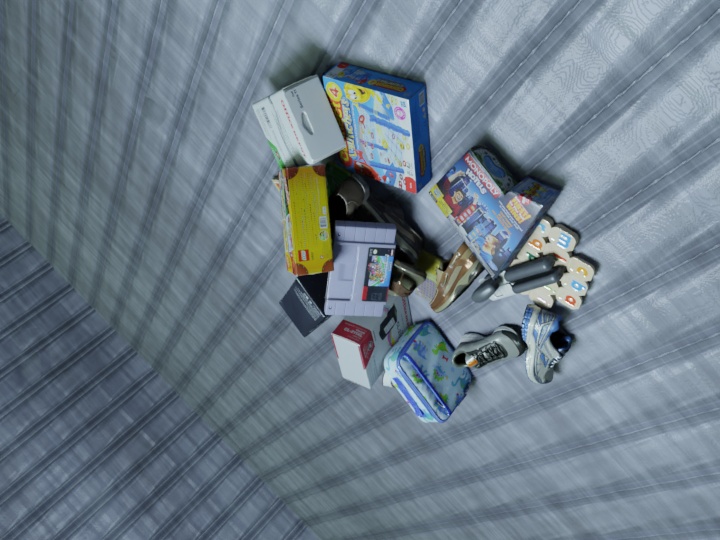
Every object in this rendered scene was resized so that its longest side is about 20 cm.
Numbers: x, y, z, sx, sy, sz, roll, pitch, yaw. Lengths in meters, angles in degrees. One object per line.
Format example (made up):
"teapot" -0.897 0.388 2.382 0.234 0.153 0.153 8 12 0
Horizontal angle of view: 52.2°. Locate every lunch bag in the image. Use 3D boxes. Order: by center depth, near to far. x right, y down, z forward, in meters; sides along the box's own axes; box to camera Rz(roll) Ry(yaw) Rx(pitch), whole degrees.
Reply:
"lunch bag" 0.153 0.235 1.670 0.202 0.161 0.082 54 146 -12

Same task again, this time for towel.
"towel" 0.099 -0.008 1.596 0.198 0.023 0.145 29 144 24

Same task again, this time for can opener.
"can opener" 0.283 0.027 1.360 0.054 0.067 0.199 52 149 -9

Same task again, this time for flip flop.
"flip flop" 0.081 0.028 1.531 0.080 0.059 0.200 26 160 -5

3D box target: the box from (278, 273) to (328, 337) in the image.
"box" -0.061 0.031 1.631 0.105 0.199 0.182 52 155 3

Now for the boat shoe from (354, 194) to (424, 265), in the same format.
"boat shoe" 0.053 -0.099 1.505 0.200 0.074 0.074 48 151 -14

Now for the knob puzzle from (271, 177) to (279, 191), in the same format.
"knob puzzle" -0.135 -0.123 1.661 0.221 0.030 0.220 52 167 16

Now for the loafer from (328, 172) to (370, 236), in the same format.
"loafer" -0.049 -0.120 1.461 0.073 0.071 0.201 48 147 9

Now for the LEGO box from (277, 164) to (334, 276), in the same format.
"LEGO box" -0.109 -0.100 1.441 0.149 0.075 0.206 -164 68 -76

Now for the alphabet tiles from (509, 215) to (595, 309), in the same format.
"alphabet tiles" 0.327 -0.017 1.335 0.194 0.015 0.202 34 145 23

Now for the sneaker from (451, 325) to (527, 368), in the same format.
"sneaker" 0.270 0.172 1.546 0.075 0.079 0.199 53 145 -10

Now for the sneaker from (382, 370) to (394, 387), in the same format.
"sneaker" 0.106 0.229 1.813 0.085 0.081 0.202 20 149 15

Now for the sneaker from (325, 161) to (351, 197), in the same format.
"sneaker" -0.045 -0.137 1.563 0.073 0.084 0.203 22 140 31

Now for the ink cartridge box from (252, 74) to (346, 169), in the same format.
"ink cartridge box" -0.121 -0.283 1.429 0.199 0.082 0.149 11 127 65

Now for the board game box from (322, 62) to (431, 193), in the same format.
"board game box" 0.033 -0.263 1.363 0.193 0.056 0.203 23 141 31

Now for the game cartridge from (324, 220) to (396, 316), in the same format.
"game cartridge" 0.000 0.000 1.462 0.126 0.039 0.204 4 119 -7

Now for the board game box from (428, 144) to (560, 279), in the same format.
"board game box" 0.240 -0.116 1.273 0.202 0.061 0.200 53 145 4

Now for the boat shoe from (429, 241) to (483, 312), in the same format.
"boat shoe" 0.189 0.009 1.476 0.074 0.075 0.201 46 140 9

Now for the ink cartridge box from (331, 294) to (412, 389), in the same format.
"ink cartridge box" 0.031 0.138 1.668 0.081 0.201 0.148 16 139 31

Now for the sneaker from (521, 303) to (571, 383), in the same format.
"sneaker" 0.365 0.155 1.426 0.083 0.078 0.202 7 138 29
